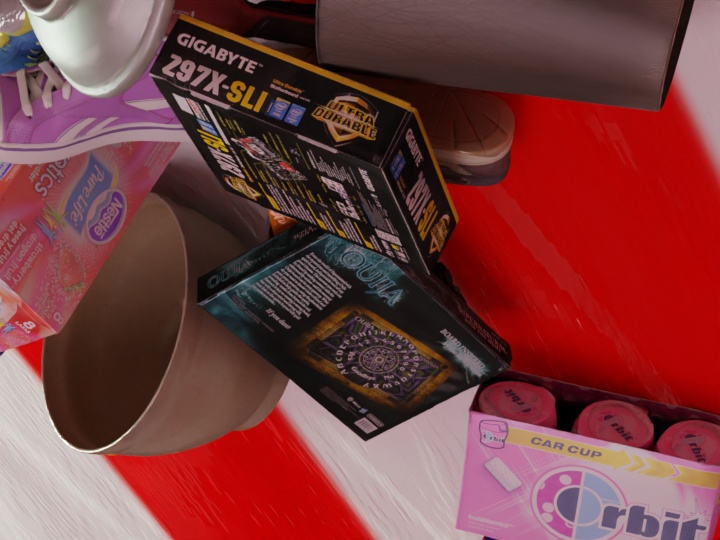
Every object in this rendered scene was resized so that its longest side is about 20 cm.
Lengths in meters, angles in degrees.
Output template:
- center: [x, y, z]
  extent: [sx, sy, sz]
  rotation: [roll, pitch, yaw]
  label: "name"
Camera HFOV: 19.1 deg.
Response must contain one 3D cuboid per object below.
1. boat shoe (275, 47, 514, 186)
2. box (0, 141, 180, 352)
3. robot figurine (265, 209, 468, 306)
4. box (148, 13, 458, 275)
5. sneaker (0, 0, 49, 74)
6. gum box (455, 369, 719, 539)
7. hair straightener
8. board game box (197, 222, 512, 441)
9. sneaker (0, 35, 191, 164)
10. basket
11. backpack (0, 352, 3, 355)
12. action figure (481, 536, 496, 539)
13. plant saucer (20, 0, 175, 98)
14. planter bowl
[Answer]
- center: [0.006, -0.095, 1.424]
  extent: [0.200, 0.072, 0.065]
  rotation: [12, 142, 16]
  label: "boat shoe"
- center: [-0.228, -0.047, 1.525]
  extent: [0.103, 0.200, 0.095]
  rotation: [-17, 125, 44]
  label: "box"
- center: [0.000, 0.000, 1.544]
  extent: [0.145, 0.058, 0.200]
  rotation: [-7, 138, 7]
  label: "robot figurine"
- center: [-0.030, -0.074, 1.334]
  extent: [0.160, 0.049, 0.200]
  rotation: [24, 167, 18]
  label: "box"
- center: [-0.232, -0.176, 1.491]
  extent: [0.200, 0.076, 0.105]
  rotation: [-2, 153, 38]
  label: "sneaker"
- center: [0.178, 0.154, 1.597]
  extent: [0.200, 0.066, 0.114]
  rotation: [12, 124, 11]
  label: "gum box"
- center: [-0.066, -0.169, 1.373]
  extent: [0.200, 0.077, 0.041]
  rotation: [4, 107, -9]
  label: "hair straightener"
- center: [-0.002, 0.038, 1.520]
  extent: [0.135, 0.028, 0.200]
  rotation: [-28, 132, 23]
  label: "board game box"
- center: [-0.179, -0.138, 1.441]
  extent: [0.200, 0.073, 0.114]
  rotation: [-10, 146, -12]
  label: "sneaker"
- center: [0.090, -0.170, 1.224]
  extent: [0.200, 0.136, 0.180]
  rotation: [15, 135, 10]
  label: "basket"
- center: [-0.342, -0.017, 1.657]
  extent: [0.147, 0.183, 0.200]
  rotation: [-10, 137, 42]
  label: "backpack"
- center: [0.119, 0.204, 1.720]
  extent: [0.065, 0.099, 0.200]
  rotation: [14, 146, 19]
  label: "action figure"
- center: [-0.171, -0.205, 1.297]
  extent: [0.050, 0.200, 0.200]
  rotation: [0, 158, -31]
  label: "plant saucer"
- center: [-0.134, 0.051, 1.625]
  extent: [0.135, 0.201, 0.200]
  rotation: [16, 156, -36]
  label: "planter bowl"
